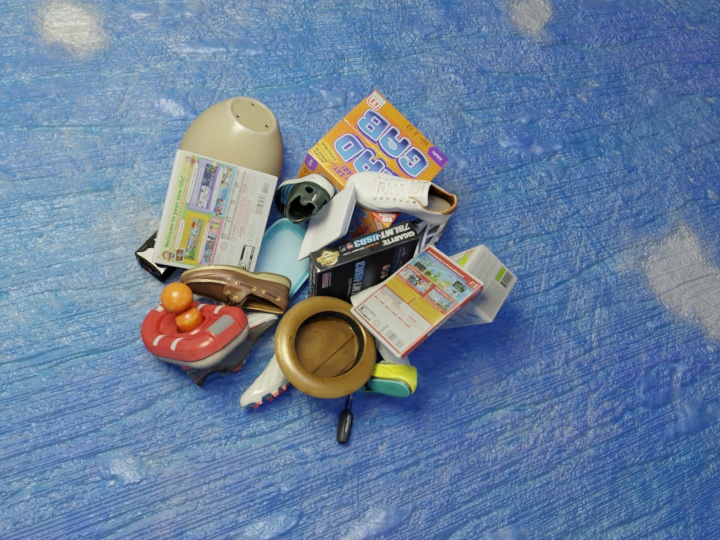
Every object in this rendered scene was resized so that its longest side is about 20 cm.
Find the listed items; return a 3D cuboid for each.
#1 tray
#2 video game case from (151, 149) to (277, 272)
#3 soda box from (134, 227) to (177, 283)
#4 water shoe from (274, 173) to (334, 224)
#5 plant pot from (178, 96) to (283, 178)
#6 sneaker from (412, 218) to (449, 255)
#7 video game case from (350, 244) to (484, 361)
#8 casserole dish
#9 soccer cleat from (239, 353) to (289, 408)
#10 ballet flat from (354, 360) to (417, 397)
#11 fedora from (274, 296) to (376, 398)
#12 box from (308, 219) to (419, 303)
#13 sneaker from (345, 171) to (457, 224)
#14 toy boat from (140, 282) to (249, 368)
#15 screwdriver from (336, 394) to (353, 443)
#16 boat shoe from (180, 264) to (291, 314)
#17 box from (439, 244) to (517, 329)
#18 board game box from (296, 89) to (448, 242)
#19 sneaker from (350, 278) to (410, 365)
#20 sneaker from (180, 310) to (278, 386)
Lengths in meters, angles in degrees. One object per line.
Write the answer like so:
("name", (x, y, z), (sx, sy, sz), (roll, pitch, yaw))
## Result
("tray", (-0.059, -0.080, 1.007), (0.022, 0.200, 0.108), (22, 70, -21))
("video game case", (-0.259, -0.094, 0.998), (0.181, 0.022, 0.201), (12, 99, -28))
("soda box", (-0.330, -0.076, 1.049), (0.063, 0.071, 0.200), (38, 67, -3))
("water shoe", (-0.126, -0.128, 1.059), (0.071, 0.200, 0.079), (41, 65, -19))
("plant pot", (-0.228, -0.248, 1.059), (0.200, 0.135, 0.201), (19, 48, -22))
("sneaker", (0.126, -0.082, 1.195), (0.088, 0.074, 0.200), (31, 68, -9))
("video game case", (0.099, 0.051, 0.989), (0.200, 0.017, 0.143), (-39, 50, -12))
("casserole dish", (-0.162, -0.012, 1.103), (0.121, 0.039, 0.200), (39, 68, -4))
("soccer cleat", (-0.149, 0.183, 1.041), (0.200, 0.069, 0.078), (-33, 82, -30))
("ballet flat", (0.017, 0.197, 1.054), (0.067, 0.199, 0.067), (-60, 141, -43))
("fedora", (-0.068, 0.144, 1.006), (0.200, 0.082, 0.201), (13, 59, -22))
("box", (0.000, 0.000, 1.052), (0.198, 0.200, 0.050), (-19, 66, -16))
("sneaker", (0.076, -0.140, 0.972), (0.199, 0.085, 0.073), (12, 74, -9))
("toy boat", (-0.295, 0.079, 0.944), (0.131, 0.199, 0.131), (-44, 124, -42))
("screwdriver", (-0.014, 0.237, 1.089), (0.029, 0.028, 0.201), (9, 68, 16))
("boat shoe", (-0.222, 0.038, 1.003), (0.199, 0.072, 0.068), (8, 56, -19))
("box", (0.195, 0.039, 1.112), (0.101, 0.200, 0.113), (41, 68, -11))
("board game box", (0.011, -0.188, 1.118), (0.200, 0.200, 0.200), (43, 68, -2))
("sneaker", (0.078, 0.110, 1.087), (0.115, 0.074, 0.200), (-29, 108, 5))
("sneaker", (-0.235, 0.142, 1.032), (0.200, 0.077, 0.082), (-30, 113, -23))
